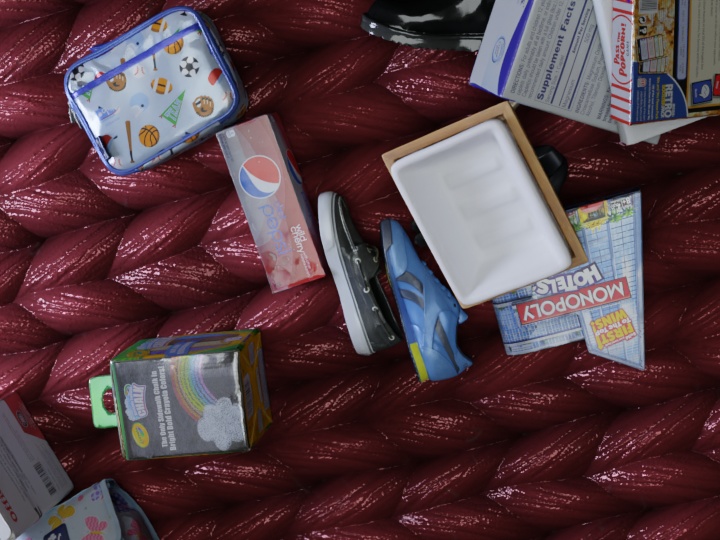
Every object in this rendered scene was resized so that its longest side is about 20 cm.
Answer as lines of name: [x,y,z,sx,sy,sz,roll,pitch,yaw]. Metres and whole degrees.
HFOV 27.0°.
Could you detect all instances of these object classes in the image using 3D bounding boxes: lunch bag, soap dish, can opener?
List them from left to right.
lunch bag: [-0.327,0.376,1.823,0.169,0.127,0.200,-29,86,9]
lunch bag: [-0.243,-0.210,1.749,0.200,0.076,0.161,-27,91,10]
soap dish: [0.139,-0.074,1.636,0.157,0.081,0.200,-22,106,26]
can opener: [0.147,-0.085,1.718,0.200,0.063,0.079,-26,121,21]

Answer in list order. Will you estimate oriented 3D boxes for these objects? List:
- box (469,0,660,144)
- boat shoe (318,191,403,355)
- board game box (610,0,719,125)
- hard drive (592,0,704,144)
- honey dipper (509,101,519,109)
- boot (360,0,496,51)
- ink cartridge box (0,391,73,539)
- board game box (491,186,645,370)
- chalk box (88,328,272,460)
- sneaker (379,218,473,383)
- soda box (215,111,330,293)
box: [0.246,-0.254,1.617,0.200,0.105,0.184,14,101,-20]
boat shoe: [0.000,0.000,1.748,0.056,0.069,0.200,-13,103,12]
board game box: [0.358,-0.236,1.547,0.199,0.046,0.152,-7,108,-17]
hard drive: [0.315,-0.247,1.569,0.132,0.026,0.200,-20,111,-12]
honey dipper: [0.185,-0.199,1.708,0.038,0.038,0.200,43,98,0]
boot: [0.110,-0.328,1.672,0.211,0.079,0.158,4,106,-3]
ink cartridge box: [-0.440,0.244,1.780,0.083,0.200,0.147,-30,93,12]
board game box: [0.248,0.028,1.715,0.200,0.062,0.200,-16,95,10]
chalk box: [-0.219,0.147,1.773,0.199,0.124,0.125,-5,99,10]
sneaker: [0.076,0.029,1.744,0.078,0.066,0.201,-17,96,1]
soda box: [-0.098,-0.080,1.750,0.070,0.063,0.200,-18,96,11]
